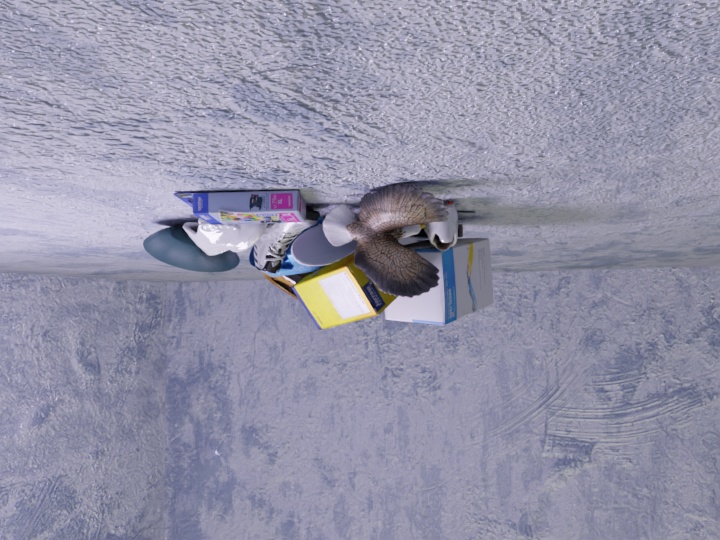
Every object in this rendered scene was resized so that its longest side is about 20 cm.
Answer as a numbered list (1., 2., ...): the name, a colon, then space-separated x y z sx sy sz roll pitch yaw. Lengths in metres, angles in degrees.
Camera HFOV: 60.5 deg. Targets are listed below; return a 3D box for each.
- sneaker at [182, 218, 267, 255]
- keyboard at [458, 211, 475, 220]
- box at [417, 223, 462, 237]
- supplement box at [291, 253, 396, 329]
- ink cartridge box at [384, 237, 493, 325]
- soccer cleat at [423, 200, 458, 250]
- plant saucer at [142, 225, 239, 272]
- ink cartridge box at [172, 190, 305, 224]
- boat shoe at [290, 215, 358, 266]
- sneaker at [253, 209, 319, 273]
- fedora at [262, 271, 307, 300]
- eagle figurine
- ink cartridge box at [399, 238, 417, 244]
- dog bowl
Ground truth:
1. sneaker: -0.258 -0.082 1.158 0.199 0.076 0.088 -15 137 38
2. keyboard: 0.121 -0.109 1.198 0.199 0.011 0.056 0 171 -12
3. box: 0.102 -0.085 1.283 0.199 0.033 0.121 -1 -178 -39
4. supplement box: -0.021 0.029 1.192 0.109 0.109 0.200 -40 -167 -37
5. ink cartridge box: 0.160 0.016 1.258 0.147 0.146 0.200 2 -170 39
6. soccer cleat: 0.150 -0.071 1.147 0.069 0.078 0.200 -3 173 6
7. plant saucer: -0.348 -0.056 1.292 0.200 0.039 0.201 15 -159 -6
8. ink cartridge box: -0.194 -0.102 1.018 0.199 0.042 0.119 1 176 1
9. boat shoe: -0.035 -0.061 1.131 0.201 0.075 0.086 -26 180 -14
10. sneaker: -0.140 -0.053 1.161 0.075 0.116 0.200 4 174 -36
11. fedora: -0.126 0.020 1.395 0.200 0.082 0.201 29 168 6
12. eagle figurine: 0.047 -0.058 0.989 0.151 0.152 0.200 -42 -159 -7
13. ink cartridge box: 0.023 -0.048 1.497 0.199 0.085 0.145 -2 176 27
14. dog bowl: -0.136 -0.042 1.257 0.199 0.112 0.050 -7 139 34
